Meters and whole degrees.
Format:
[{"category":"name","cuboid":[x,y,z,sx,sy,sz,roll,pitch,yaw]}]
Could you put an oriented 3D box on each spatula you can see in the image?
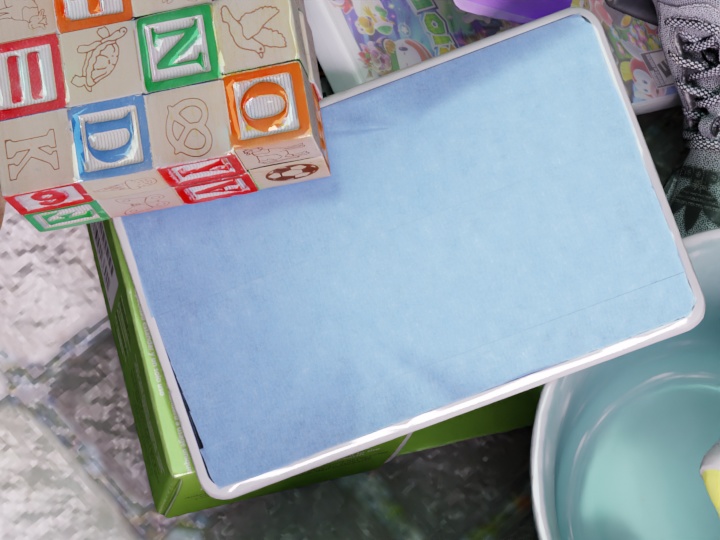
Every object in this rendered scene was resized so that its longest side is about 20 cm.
[{"category":"spatula","cuboid":[0.100,-0.118,1.030,0.020,0.200,0.057,16,95,33]}]

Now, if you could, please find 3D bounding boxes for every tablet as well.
[{"category":"tablet","cuboid":[0.015,-0.007,0.946,0.199,0.014,0.131,-20,80,2]}]

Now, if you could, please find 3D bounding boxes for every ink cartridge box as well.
[{"category":"ink cartridge box","cuboid":[0.000,0.000,1.017,0.199,0.076,0.149,-12,76,-13]}]

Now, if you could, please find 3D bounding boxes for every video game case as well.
[{"category":"video game case","cuboid":[0.048,-0.120,1.046,0.199,0.018,0.144,-15,75,-44]}]

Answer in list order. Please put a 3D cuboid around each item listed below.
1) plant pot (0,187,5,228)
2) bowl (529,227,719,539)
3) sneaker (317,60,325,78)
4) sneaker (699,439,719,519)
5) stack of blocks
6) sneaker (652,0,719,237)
[{"category":"plant pot","cuboid":[-0.256,-0.076,0.953,0.186,0.187,0.201,-20,64,-16]},{"category":"bowl","cuboid":[0.148,0.090,0.996,0.199,0.105,0.202,3,78,-12]},{"category":"sneaker","cuboid":[-0.110,-0.095,1.028,0.199,0.078,0.113,22,80,-1]},{"category":"sneaker","cuboid":[0.184,0.145,0.900,0.076,0.075,0.200,-38,87,-18]},{"category":"stack of blocks","cuboid":[-0.085,-0.126,0.943,0.114,0.059,0.201,-11,77,4]},{"category":"sneaker","cuboid":[0.148,-0.066,1.027,0.200,0.075,0.114,42,73,-41]}]
